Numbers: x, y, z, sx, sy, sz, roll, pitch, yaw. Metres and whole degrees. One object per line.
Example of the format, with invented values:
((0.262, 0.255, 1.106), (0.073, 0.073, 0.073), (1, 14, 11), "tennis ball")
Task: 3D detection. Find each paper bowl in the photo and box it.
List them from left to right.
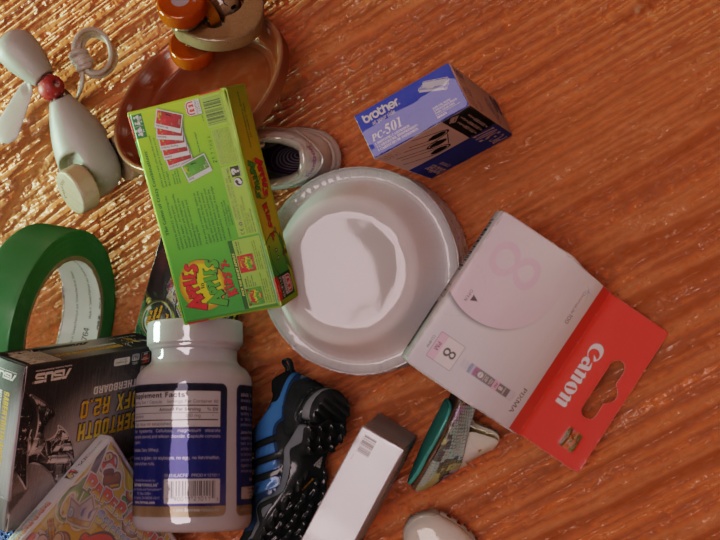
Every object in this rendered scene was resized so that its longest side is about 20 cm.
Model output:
((0.000, 0.000, 1.167), (0.200, 0.104, 0.202), (-1, 88, 17), "paper bowl")

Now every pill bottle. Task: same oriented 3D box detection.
((-0.162, 0.149, 1.180), (0.115, 0.116, 0.201), (-3, 80, 17), "pill bottle")

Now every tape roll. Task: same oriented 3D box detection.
((-0.313, 0.055, 1.210), (0.048, 0.200, 0.202), (10, 92, 16), "tape roll")

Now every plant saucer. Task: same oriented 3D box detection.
((-0.155, -0.172, 1.206), (0.199, 0.032, 0.201), (-18, 50, 22), "plant saucer")

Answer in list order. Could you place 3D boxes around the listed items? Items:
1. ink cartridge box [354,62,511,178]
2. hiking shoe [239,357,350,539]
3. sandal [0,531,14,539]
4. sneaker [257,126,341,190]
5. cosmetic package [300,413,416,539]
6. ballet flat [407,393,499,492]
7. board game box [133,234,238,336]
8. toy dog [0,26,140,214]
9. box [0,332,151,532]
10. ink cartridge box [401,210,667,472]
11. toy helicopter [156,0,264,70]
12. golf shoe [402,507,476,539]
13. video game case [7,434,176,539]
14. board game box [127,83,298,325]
((0.071, -0.130, 1.095), (0.094, 0.200, 0.044), (-28, 82, 14), "ink cartridge box")
((-0.077, 0.196, 1.217), (0.087, 0.074, 0.201), (32, 102, 41), "hiking shoe")
((-0.298, 0.262, 1.264), (0.199, 0.087, 0.080), (-11, 88, 18), "sandal")
((-0.124, -0.117, 1.206), (0.199, 0.100, 0.075), (0, 99, 18), "sneaker")
((-0.016, 0.241, 1.180), (0.050, 0.083, 0.201), (29, 98, 7), "cosmetic package")
((0.107, 0.126, 1.159), (0.071, 0.069, 0.201), (18, 95, -4), "ballet flat")
((-0.183, 0.061, 1.263), (0.104, 0.023, 0.201), (18, 95, 15), "board game box")
((-0.309, -0.147, 1.269), (0.096, 0.131, 0.201), (-32, 73, 53), "toy dog")
((-0.276, 0.150, 1.175), (0.048, 0.200, 0.159), (13, 99, 29), "box")
((0.162, 0.067, 1.104), (0.200, 0.057, 0.163), (34, 89, 1), "ink cartridge box")
((-0.142, -0.301, 1.214), (0.132, 0.079, 0.201), (-13, 60, -4), "toy helicopter")
((0.093, 0.321, 1.140), (0.078, 0.097, 0.201), (-30, 80, 16), "golf shoe")
((-0.254, 0.291, 1.162), (0.023, 0.182, 0.201), (3, 130, 37), "video game case")
((-0.133, -0.059, 1.110), (0.101, 0.048, 0.201), (-11, 99, 20), "board game box")
